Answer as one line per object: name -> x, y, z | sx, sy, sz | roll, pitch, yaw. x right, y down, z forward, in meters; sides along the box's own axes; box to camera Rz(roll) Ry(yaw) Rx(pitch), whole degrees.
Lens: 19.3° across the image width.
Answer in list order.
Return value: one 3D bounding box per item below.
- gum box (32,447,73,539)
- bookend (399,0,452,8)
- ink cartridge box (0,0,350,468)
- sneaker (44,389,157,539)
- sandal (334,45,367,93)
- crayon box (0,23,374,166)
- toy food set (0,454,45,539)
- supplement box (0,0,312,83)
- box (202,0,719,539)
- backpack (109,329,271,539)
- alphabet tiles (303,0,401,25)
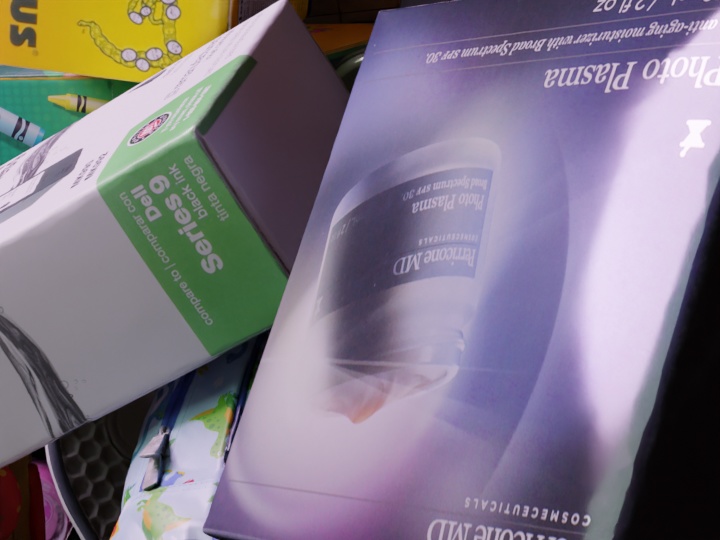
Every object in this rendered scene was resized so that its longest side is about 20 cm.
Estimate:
gum box -> -0.171, 0.071, 1.257 | 0.201, 0.066, 0.114 | -63, 11, 6
bookend -> 0.036, -0.135, 0.855 | 0.092, 0.198, 0.201 | -23, 47, 56
ink cartridge box -> -0.103, -0.007, 0.841 | 0.200, 0.084, 0.146 | -27, 17, 23
sneaker -> -0.118, 0.111, 1.016 | 0.146, 0.077, 0.203 | -179, 74, -69
sandal -> 0.001, 0.001, 0.929 | 0.057, 0.079, 0.202 | -60, -15, -69
crayon box -> -0.073, -0.079, 1.015 | 0.119, 0.199, 0.059 | -54, -37, -69
toy food set -> -0.188, 0.089, 1.073 | 0.198, 0.048, 0.201 | 167, 99, -75
supplement box -> -0.088, -0.158, 0.966 | 0.200, 0.109, 0.109 | -62, -22, -72
box -> 0.074, 0.020, 0.675 | 0.200, 0.123, 0.199 | -1, 67, 53
backpack -> -0.013, 0.086, 0.827 | 0.154, 0.163, 0.200 | -43, 23, 26
alphabet tiles -> -0.017, -0.178, 1.054 | 0.199, 0.006, 0.167 | -2, 102, 27
